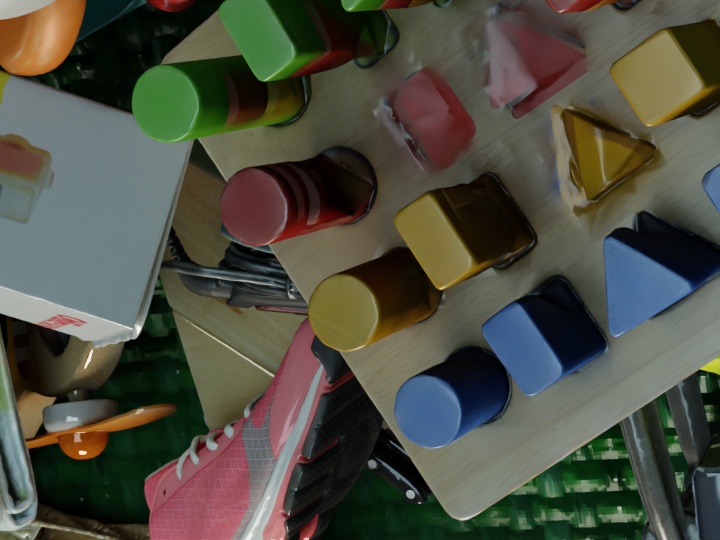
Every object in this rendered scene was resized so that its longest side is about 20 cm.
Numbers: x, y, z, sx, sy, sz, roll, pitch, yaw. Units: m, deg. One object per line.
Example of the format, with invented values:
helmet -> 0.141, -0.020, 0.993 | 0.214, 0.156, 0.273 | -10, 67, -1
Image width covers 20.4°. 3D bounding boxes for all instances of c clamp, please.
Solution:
c clamp -> 0.132, 0.074, 0.813 | 0.027, 0.200, 0.171 | -11, 86, 17

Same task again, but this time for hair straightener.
hair straightener -> 0.000, 0.000, 0.796 | 0.200, 0.077, 0.041 | 11, 79, 17

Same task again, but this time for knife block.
knife block -> 0.005, 0.009, 0.906 | 0.175, 0.064, 0.200 | -13, 100, 22

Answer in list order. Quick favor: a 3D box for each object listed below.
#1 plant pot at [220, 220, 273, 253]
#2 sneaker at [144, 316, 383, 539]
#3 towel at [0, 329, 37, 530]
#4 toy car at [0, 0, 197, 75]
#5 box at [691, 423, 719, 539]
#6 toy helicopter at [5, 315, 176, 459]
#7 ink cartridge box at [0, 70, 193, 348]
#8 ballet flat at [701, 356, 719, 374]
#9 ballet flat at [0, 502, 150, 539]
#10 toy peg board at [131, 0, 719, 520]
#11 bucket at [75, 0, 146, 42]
plant pot -> 0.049, -0.108, 0.797 | 0.200, 0.200, 0.197 | 6, 99, 18
sneaker -> -0.055, 0.096, 0.879 | 0.087, 0.074, 0.200 | 28, 111, 19
towel -> -0.219, 0.041, 0.945 | 0.200, 0.048, 0.172 | -8, 92, 59
toy car -> -0.098, -0.163, 0.704 | 0.150, 0.175, 0.200 | 26, 95, -31
box -> 0.247, 0.096, 0.771 | 0.200, 0.197, 0.124 | -5, 103, 20
toy helicopter -> -0.149, 0.050, 0.953 | 0.200, 0.079, 0.132 | -58, 48, 42
ink cartridge box -> -0.178, -0.040, 0.783 | 0.200, 0.145, 0.084 | 19, 83, -13
ballet flat -> 0.181, 0.012, 0.754 | 0.067, 0.200, 0.067 | 49, 147, 40
ballet flat -> -0.128, 0.159, 0.995 | 0.200, 0.065, 0.071 | 7, 109, 18
toy peg board -> 0.038, -0.041, 0.644 | 0.200, 0.098, 0.199 | -37, 82, 25
bucket -> -0.128, -0.203, 0.854 | 0.207, 0.135, 0.208 | 5, 106, 18
